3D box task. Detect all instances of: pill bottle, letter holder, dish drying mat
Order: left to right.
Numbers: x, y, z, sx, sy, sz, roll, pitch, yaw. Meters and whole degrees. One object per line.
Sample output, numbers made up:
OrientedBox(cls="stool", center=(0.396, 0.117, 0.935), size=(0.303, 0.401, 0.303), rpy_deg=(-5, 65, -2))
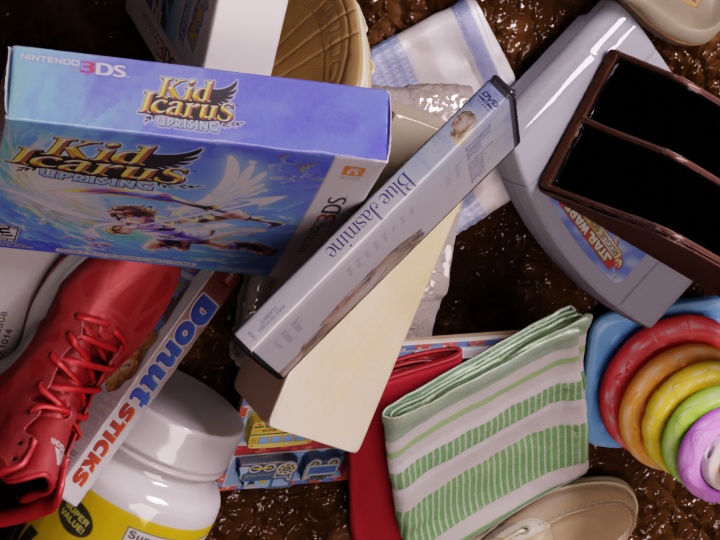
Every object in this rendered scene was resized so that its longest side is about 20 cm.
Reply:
OrientedBox(cls="pill bottle", center=(-0.158, 0.162, 1.594), size=(0.114, 0.114, 0.200), rpy_deg=(20, 107, -28))
OrientedBox(cls="dish drying mat", center=(0.027, 0.117, 1.651), size=(0.077, 0.018, 0.200), rpy_deg=(-15, 144, -11))
OrientedBox(cls="letter holder", center=(0.238, -0.038, 1.576), size=(0.200, 0.142, 0.101), rpy_deg=(28, 90, -35))

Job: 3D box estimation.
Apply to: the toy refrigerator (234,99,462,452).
OrientedBox(cls="toy refrigerator", center=(0.000, 0.000, 1.518), size=(0.070, 0.076, 0.200), rpy_deg=(19, 98, -24))

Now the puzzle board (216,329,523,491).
OrientedBox(cls="puzzle board", center=(0.014, 0.094, 1.642), size=(0.199, 0.017, 0.151), rpy_deg=(-4, 144, -19))

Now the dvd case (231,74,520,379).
OrientedBox(cls="dvd case", center=(0.013, -0.020, 1.406), size=(0.200, 0.143, 0.018), rpy_deg=(-45, 80, -2))

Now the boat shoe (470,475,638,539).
OrientedBox(cls="boat shoe", center=(0.107, 0.206, 1.744), size=(0.200, 0.065, 0.072), rpy_deg=(-22, 121, -9))

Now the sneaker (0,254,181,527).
OrientedBox(cls="sneaker", center=(-0.162, 0.071, 1.447), size=(0.078, 0.116, 0.200), rpy_deg=(32, 105, -33))

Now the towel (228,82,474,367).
OrientedBox(cls="towel", center=(-0.006, -0.023, 1.578), size=(0.132, 0.034, 0.200), rpy_deg=(0, 115, -21))

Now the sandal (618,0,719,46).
OrientedBox(cls="sandal", center=(0.162, -0.199, 1.550), size=(0.200, 0.054, 0.081), rpy_deg=(26, 69, -32))

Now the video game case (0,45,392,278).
OrientedBox(cls="video game case", center=(-0.101, -0.053, 1.361), size=(0.199, 0.046, 0.181), rpy_deg=(6, 158, -12))

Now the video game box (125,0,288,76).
OrientedBox(cls="video game box", center=(-0.075, -0.203, 1.401), size=(0.047, 0.182, 0.200), rpy_deg=(5, 113, -22))

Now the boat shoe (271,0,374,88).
OrientedBox(cls="boat shoe", center=(-0.024, -0.130, 1.449), size=(0.074, 0.200, 0.069), rpy_deg=(-32, 129, 11))

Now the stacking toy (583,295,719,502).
OrientedBox(cls="stacking toy", center=(0.233, 0.107, 1.662), size=(0.116, 0.200, 0.110), rpy_deg=(-8, 118, -18))

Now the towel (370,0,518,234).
OrientedBox(cls="towel", center=(0.017, -0.068, 1.597), size=(0.200, 0.024, 0.147), rpy_deg=(-30, 121, -4))

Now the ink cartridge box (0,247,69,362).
OrientedBox(cls="ink cartridge box", center=(-0.244, -0.033, 1.479), size=(0.200, 0.084, 0.146), rpy_deg=(10, 112, -26))

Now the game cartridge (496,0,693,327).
OrientedBox(cls="game cartridge", center=(0.166, -0.060, 1.632), size=(0.133, 0.042, 0.200), rpy_deg=(-50, 125, -14))

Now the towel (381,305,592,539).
OrientedBox(cls="towel", center=(0.087, 0.111, 1.653), size=(0.152, 0.023, 0.200), rpy_deg=(-28, 149, -13))

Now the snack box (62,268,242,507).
OrientedBox(cls="snack box", center=(-0.139, 0.045, 1.530), size=(0.200, 0.072, 0.024), rpy_deg=(-55, 132, -11))
